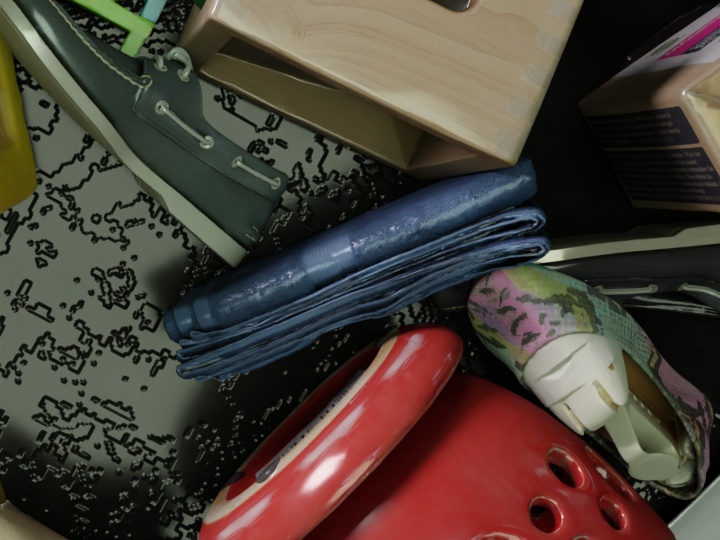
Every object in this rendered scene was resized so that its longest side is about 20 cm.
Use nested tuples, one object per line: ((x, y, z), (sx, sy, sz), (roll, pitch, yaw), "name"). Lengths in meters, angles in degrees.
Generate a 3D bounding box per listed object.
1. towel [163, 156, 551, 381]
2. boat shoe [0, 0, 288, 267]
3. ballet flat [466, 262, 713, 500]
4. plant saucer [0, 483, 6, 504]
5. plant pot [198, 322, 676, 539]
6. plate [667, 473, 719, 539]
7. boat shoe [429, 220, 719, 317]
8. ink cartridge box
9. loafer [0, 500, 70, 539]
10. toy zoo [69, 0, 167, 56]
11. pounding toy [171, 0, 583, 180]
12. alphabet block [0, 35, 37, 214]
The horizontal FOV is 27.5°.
((0.000, 0.000, 0.754), (0.199, 0.112, 0.049), (-23, 97, 4), "towel")
((-0.106, -0.082, 0.735), (0.062, 0.073, 0.200), (-47, 129, -6), "boat shoe")
((0.133, 0.066, 0.791), (0.069, 0.071, 0.200), (-33, 131, 24), "ballet flat")
((-0.289, 0.124, 0.757), (0.199, 0.048, 0.201), (-16, 100, -9), "plant saucer")
((0.031, 0.141, 0.753), (0.200, 0.200, 0.183), (-44, 93, -4), "plant pot")
((0.241, 0.209, 0.874), (0.200, 0.032, 0.200), (-44, 102, 2), "plate")
((0.133, 0.012, 0.818), (0.199, 0.073, 0.063), (-8, 95, -15), "boat shoe")
((0.232, -0.115, 0.777), (0.199, 0.165, 0.075), (-35, 99, -7), "ink cartridge box")
((-0.167, 0.148, 0.713), (0.198, 0.076, 0.069), (6, 88, -2), "loafer")
((-0.141, -0.206, 0.764), (0.131, 0.020, 0.201), (26, 90, -13), "toy zoo")
((-0.004, -0.152, 0.712), (0.199, 0.184, 0.143), (24, 85, -13), "pounding toy")
((-0.270, -0.101, 0.650), (0.199, 0.195, 0.198), (-11, 101, -3), "alphabet block")
